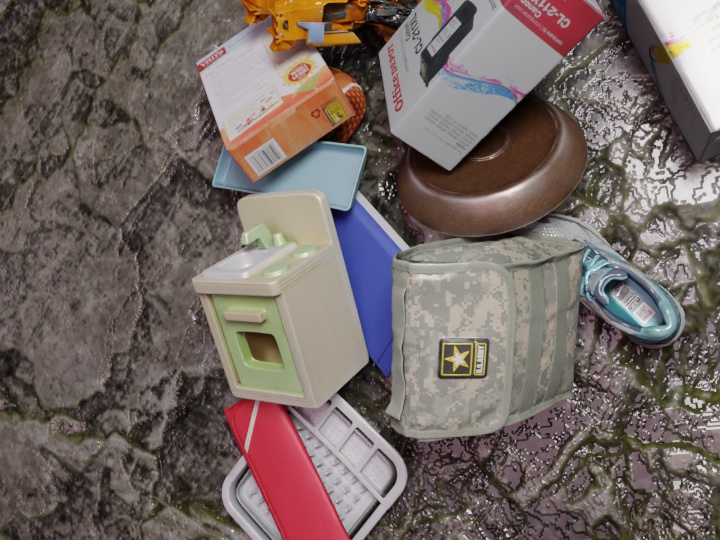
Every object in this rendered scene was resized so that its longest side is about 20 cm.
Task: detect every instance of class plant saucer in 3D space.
[{"bbox_3d":[0.128,-0.120,0.761,0.197,0.035,0.202,-12,47,13],"label":"plant saucer"},{"bbox_3d":[-0.080,-0.111,0.828,0.198,0.019,0.071,13,84,32],"label":"plant saucer"}]

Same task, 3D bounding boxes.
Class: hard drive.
[{"bbox_3d":[0.000,0.000,0.825,0.200,0.025,0.133,49,133,23],"label":"hard drive"}]

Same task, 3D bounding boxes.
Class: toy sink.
[{"bbox_3d":[-0.091,0.030,0.799,0.129,0.112,0.203,1,114,37],"label":"toy sink"}]

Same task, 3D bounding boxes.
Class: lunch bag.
[{"bbox_3d":[0.110,0.057,0.700,0.117,0.198,0.167,19,115,49],"label":"lunch bag"}]

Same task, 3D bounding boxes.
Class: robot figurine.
[{"bbox_3d":[-0.021,-0.287,0.815,0.146,0.197,0.059,54,145,39],"label":"robot figurine"}]

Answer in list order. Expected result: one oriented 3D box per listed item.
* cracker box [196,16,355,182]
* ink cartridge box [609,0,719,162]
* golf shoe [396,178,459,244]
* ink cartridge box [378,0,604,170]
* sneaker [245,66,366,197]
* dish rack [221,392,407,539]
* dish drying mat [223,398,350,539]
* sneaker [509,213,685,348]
[{"bbox_3d":[-0.100,-0.205,0.838,0.133,0.058,0.201,-32,46,6],"label":"cracker box"},{"bbox_3d":[0.338,-0.231,0.689,0.145,0.146,0.203,-27,78,16],"label":"ink cartridge box"},{"bbox_3d":[0.104,-0.029,0.806,0.090,0.075,0.203,-18,83,14],"label":"golf shoe"},{"bbox_3d":[0.110,-0.218,0.705,0.200,0.082,0.147,-44,35,33],"label":"ink cartridge box"},{"bbox_3d":[-0.070,-0.146,0.888,0.201,0.073,0.077,-49,49,10],"label":"sneaker"},{"bbox_3d":[-0.051,0.242,0.864,0.171,0.043,0.201,40,101,17],"label":"dish rack"},{"bbox_3d":[-0.085,0.232,0.845,0.076,0.018,0.202,-32,77,16],"label":"dish drying mat"},{"bbox_3d":[0.234,0.001,0.747,0.199,0.086,0.078,34,98,18],"label":"sneaker"}]
